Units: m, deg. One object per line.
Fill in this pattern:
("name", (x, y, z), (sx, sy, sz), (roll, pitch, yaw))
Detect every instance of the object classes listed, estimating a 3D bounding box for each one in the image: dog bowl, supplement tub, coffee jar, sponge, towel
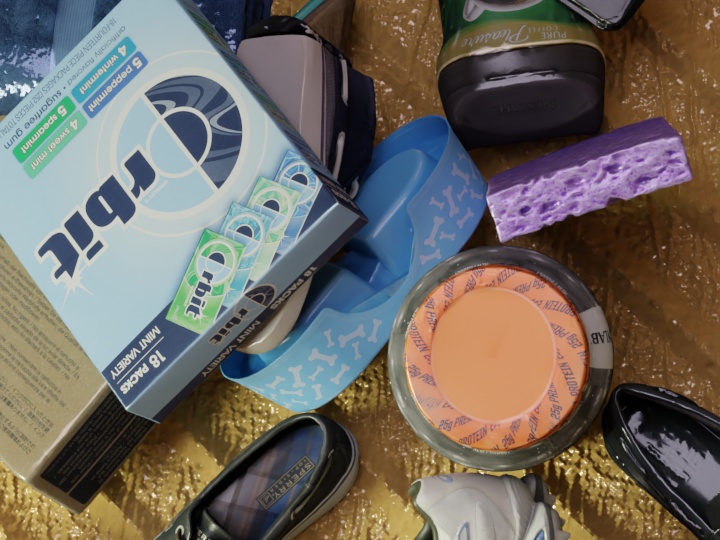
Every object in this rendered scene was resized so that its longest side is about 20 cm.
("dog bowl", (0.000, 0.000, 1.648), (0.050, 0.111, 0.200), (42, 82, -21))
("supplement tub", (0.079, 0.049, 1.541), (0.122, 0.200, 0.123), (0, 88, 5))
("coffee jar", (0.091, -0.172, 1.695), (0.104, 0.085, 0.201), (-7, 68, 4))
("sponge", (0.128, -0.054, 1.587), (0.111, 0.200, 0.030), (-19, 94, 5))
("towel", (-0.156, -0.148, 1.692), (0.199, 0.049, 0.112), (-1, 61, 12))

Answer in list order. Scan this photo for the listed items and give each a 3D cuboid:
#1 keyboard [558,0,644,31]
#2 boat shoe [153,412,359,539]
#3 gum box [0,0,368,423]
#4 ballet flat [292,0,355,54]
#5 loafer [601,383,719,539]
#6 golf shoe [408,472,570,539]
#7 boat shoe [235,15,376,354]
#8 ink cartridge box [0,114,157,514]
("keyboard", (0.105, -0.234, 1.663), (0.200, 0.040, 0.104), (38, 97, 14))
("boat shoe", (-0.084, 0.157, 1.633), (0.200, 0.057, 0.069), (-45, 66, -5))
("gum box", (-0.117, -0.044, 1.593), (0.170, 0.045, 0.200), (-43, 63, 10))
("ballet flat", (-0.062, -0.097, 1.715), (0.200, 0.068, 0.072), (-40, 92, -21))
("loafer", (0.215, 0.132, 1.556), (0.200, 0.070, 0.068), (38, 82, 23))
("golf shoe", (0.037, 0.196, 1.534), (0.097, 0.078, 0.201), (13, 108, -18))
("boat shoe", (-0.032, -0.042, 1.634), (0.074, 0.093, 0.201), (-1, 75, 34))
("ink cartridge box", (-0.192, 0.022, 1.683), (0.165, 0.075, 0.200), (-49, 57, -2))
